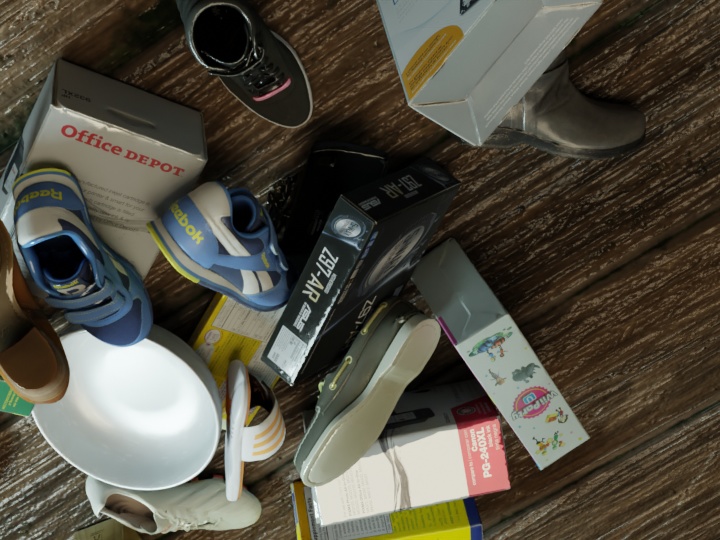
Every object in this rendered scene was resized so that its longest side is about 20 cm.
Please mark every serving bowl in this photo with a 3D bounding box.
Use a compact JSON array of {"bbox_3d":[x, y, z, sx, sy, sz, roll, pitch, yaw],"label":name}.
[{"bbox_3d":[-0.227,0.122,1.492,0.200,0.066,0.200,7,124,11],"label":"serving bowl"}]

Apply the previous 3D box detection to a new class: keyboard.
[{"bbox_3d":[-0.043,-0.058,1.419,0.104,0.040,0.200,9,137,-12],"label":"keyboard"}]

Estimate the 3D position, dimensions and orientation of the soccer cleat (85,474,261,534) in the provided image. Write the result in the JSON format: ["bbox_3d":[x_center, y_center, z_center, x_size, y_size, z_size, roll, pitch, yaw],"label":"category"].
[{"bbox_3d":[-0.201,0.257,1.611,0.200,0.078,0.069,16,123,-22],"label":"soccer cleat"}]

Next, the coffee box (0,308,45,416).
[{"bbox_3d":[-0.397,0.064,1.397,0.200,0.123,0.044,15,122,-22],"label":"coffee box"}]

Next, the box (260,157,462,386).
[{"bbox_3d":[0.000,0.000,1.406,0.044,0.160,0.200,38,122,17],"label":"box"}]

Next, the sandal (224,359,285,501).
[{"bbox_3d":[-0.107,0.163,1.525,0.059,0.079,0.207,-1,141,-8],"label":"sandal"}]

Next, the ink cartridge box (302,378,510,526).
[{"bbox_3d":[0.042,0.186,1.546,0.199,0.145,0.084,-10,102,-2],"label":"ink cartridge box"}]

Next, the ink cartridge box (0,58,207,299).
[{"bbox_3d":[-0.244,-0.069,1.344,0.145,0.084,0.200,19,123,-22],"label":"ink cartridge box"}]

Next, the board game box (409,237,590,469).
[{"bbox_3d":[0.137,0.083,1.489,0.064,0.148,0.200,-35,126,4],"label":"board game box"}]

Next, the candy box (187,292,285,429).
[{"bbox_3d":[-0.125,0.085,1.514,0.102,0.026,0.200,17,128,-24],"label":"candy box"}]

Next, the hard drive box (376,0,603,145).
[{"bbox_3d":[0.096,-0.224,1.212,0.077,0.200,0.156,27,118,-27],"label":"hard drive box"}]

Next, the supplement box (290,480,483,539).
[{"bbox_3d":[0.030,0.295,1.662,0.199,0.109,0.110,-8,128,-3],"label":"supplement box"}]

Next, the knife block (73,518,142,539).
[{"bbox_3d":[-0.263,0.366,1.621,0.064,0.176,0.200,-21,129,8],"label":"knife block"}]

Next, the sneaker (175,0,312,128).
[{"bbox_3d":[-0.099,-0.177,1.278,0.071,0.099,0.200,-28,128,10],"label":"sneaker"}]

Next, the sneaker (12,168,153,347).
[{"bbox_3d":[-0.244,0.007,1.298,0.074,0.082,0.200,-23,130,7],"label":"sneaker"}]

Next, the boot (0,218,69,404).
[{"bbox_3d":[-0.311,0.027,1.299,0.077,0.155,0.200,-35,87,-11],"label":"boot"}]

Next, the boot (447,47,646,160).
[{"bbox_3d":[0.180,-0.174,1.354,0.200,0.070,0.132,0,122,-16],"label":"boot"}]

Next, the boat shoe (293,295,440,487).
[{"bbox_3d":[-0.003,0.117,1.446,0.202,0.060,0.072,-54,144,3],"label":"boat shoe"}]

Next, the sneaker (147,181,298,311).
[{"bbox_3d":[-0.103,-0.022,1.341,0.082,0.074,0.200,-46,151,10],"label":"sneaker"}]
